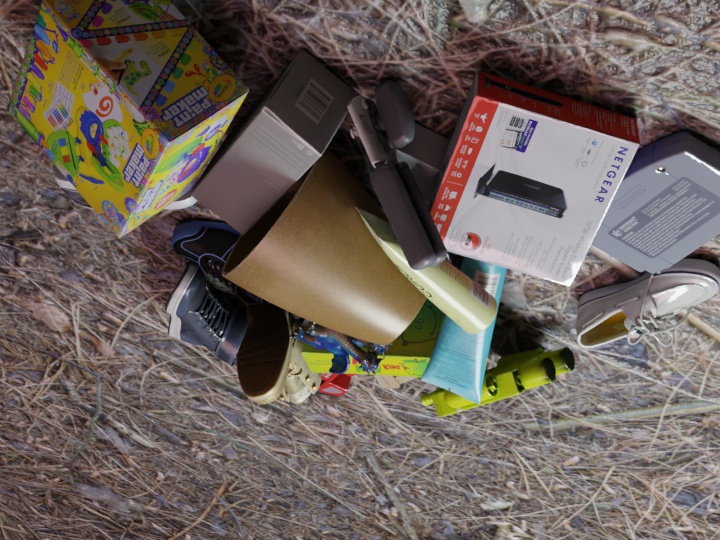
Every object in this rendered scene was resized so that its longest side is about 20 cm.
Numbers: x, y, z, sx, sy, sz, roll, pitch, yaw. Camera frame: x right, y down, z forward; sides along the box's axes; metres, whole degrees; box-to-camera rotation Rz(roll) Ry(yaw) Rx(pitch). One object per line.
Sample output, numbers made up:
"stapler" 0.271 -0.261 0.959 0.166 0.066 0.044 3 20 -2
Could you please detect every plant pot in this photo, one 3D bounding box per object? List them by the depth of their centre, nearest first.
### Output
"plant pot" -0.023 -0.012 1.568 0.199 0.187 0.186 36 142 -12

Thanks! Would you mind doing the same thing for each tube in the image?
"tube" 0.071 0.000 1.517 0.058 0.052 0.200 -11 141 44
"tube" 0.128 0.064 1.632 0.077 0.050 0.202 23 121 17

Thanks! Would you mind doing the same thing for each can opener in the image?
"can opener" 0.042 -0.100 1.453 0.066 0.202 0.052 -24 173 36

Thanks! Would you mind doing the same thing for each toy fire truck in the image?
"toy fire truck" 0.018 0.128 1.896 0.140 0.049 0.200 25 145 -14

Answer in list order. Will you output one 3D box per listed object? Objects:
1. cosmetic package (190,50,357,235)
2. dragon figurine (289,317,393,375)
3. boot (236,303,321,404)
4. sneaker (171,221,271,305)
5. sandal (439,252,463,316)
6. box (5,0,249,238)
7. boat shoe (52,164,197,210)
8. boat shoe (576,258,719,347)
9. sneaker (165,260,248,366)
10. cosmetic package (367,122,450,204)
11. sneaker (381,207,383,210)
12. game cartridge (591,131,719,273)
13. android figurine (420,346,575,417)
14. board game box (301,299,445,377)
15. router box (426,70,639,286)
"cosmetic package" -0.097 -0.137 1.516 0.090 0.107 0.200 38 140 -13
"dragon figurine" -0.029 0.089 1.704 0.099 0.059 0.200 42 160 -11
"boot" -0.102 0.128 1.801 0.072 0.201 0.156 -14 131 9
"sneaker" -0.152 -0.002 1.757 0.198 0.079 0.070 14 146 3
"sandal" 0.114 0.012 1.679 0.042 0.076 0.201 2 133 24
"box" -0.249 -0.178 1.448 0.193 0.122 0.200 49 144 5
"boat shoe" -0.280 -0.097 1.685 0.198 0.072 0.068 7 143 18
"boat shoe" 0.333 0.052 1.625 0.201 0.087 0.074 -19 133 41
"sneaker" -0.184 0.065 1.846 0.145 0.077 0.203 26 160 4
"cosmetic package" 0.115 -0.090 1.548 0.198 0.051 0.083 25 144 -12
"sneaker" 0.000 0.000 1.692 0.074 0.085 0.201 11 145 8
"game cartridge" 0.328 -0.072 1.499 0.132 0.041 0.200 25 145 -18
"android figurine" 0.170 0.141 1.763 0.199 0.181 0.042 -19 90 35
"board game box" 0.032 0.080 1.776 0.198 0.102 0.048 1 144 21
"router box" 0.175 -0.094 1.462 0.177 0.049 0.201 15 129 -5
